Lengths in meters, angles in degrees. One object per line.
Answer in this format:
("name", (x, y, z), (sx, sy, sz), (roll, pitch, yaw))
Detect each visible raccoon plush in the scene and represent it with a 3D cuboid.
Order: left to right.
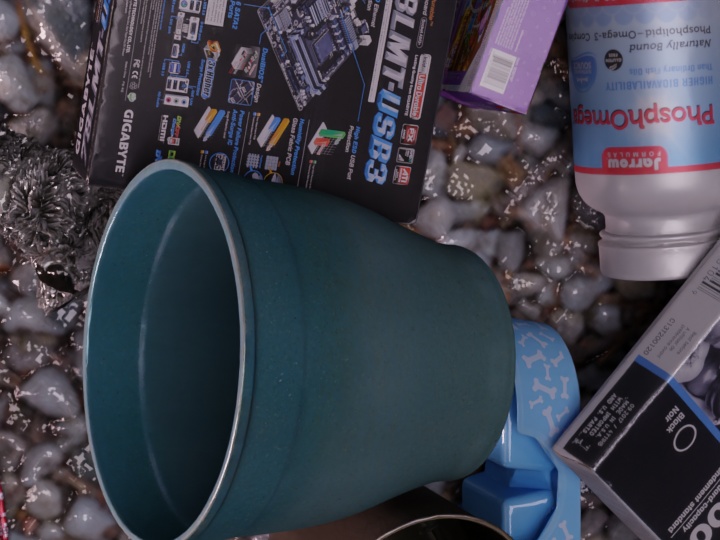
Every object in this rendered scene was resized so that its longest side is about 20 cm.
("raccoon plush", (-0.162, -0.069, 1.034), (0.200, 0.097, 0.134), (-35, 92, -22))

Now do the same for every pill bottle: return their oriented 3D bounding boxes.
("pill bottle", (0.182, -0.099, 1.066), (0.108, 0.109, 0.201), (-6, 98, -9))

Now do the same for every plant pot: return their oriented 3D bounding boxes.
("plant pot", (-0.026, 0.046, 0.942), (0.187, 0.200, 0.201), (3, 97, -30))

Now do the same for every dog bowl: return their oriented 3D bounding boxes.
("dog bowl", (0.095, 0.123, 1.081), (0.049, 0.111, 0.201), (-4, 98, -20))

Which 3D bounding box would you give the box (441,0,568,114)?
("box", (0.100, -0.193, 1.026), (0.039, 0.137, 0.201), (20, 94, -11))

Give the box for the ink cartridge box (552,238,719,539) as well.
("ink cartridge box", (0.234, 0.086, 1.079), (0.198, 0.043, 0.200), (-51, 134, -5))

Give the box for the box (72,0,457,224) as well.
("box", (-0.047, -0.135, 0.972), (0.197, 0.050, 0.201), (5, 103, -22))

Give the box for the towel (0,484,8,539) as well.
("towel", (-0.291, 0.133, 1.056), (0.144, 0.022, 0.201), (-8, 98, -8))

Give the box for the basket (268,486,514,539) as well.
("basket", (0.012, 0.196, 1.023), (0.135, 0.200, 0.181), (20, 96, -13))
